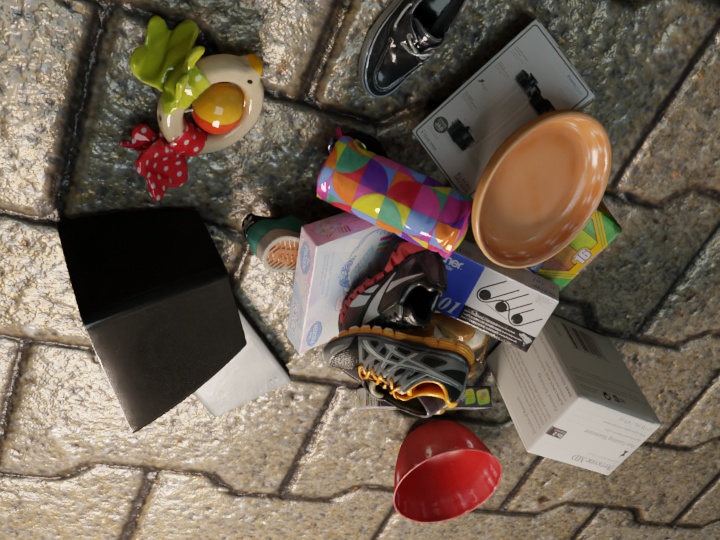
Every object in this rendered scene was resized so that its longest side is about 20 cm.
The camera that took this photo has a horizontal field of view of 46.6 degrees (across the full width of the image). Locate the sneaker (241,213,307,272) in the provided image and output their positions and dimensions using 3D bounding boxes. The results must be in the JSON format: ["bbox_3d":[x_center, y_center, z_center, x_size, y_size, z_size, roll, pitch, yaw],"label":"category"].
[{"bbox_3d":[-0.078,-0.035,1.119,0.072,0.080,0.198,-52,146,14],"label":"sneaker"}]

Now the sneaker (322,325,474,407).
[{"bbox_3d":[0.044,0.122,1.057,0.195,0.079,0.079,4,154,14],"label":"sneaker"}]

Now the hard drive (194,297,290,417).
[{"bbox_3d":[-0.206,0.125,1.233,0.137,0.033,0.202,-25,132,6],"label":"hard drive"}]

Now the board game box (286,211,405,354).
[{"bbox_3d":[0.000,0.000,1.126,0.196,0.043,0.203,-21,143,-31],"label":"board game box"}]

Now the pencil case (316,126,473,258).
[{"bbox_3d":[0.040,-0.092,1.001,0.197,0.089,0.090,28,124,4],"label":"pencil case"}]

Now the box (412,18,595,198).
[{"bbox_3d":[0.175,-0.191,1.021,0.199,0.117,0.060,-41,174,18],"label":"box"}]

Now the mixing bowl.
[{"bbox_3d":[0.140,0.336,1.468,0.195,0.110,0.203,-9,132,-9],"label":"mixing bowl"}]

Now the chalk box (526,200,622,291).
[{"bbox_3d":[0.231,-0.090,1.121,0.198,0.125,0.125,28,117,-34],"label":"chalk box"}]

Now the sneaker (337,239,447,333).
[{"bbox_3d":[0.041,0.045,1.069,0.070,0.099,0.200,16,131,-39],"label":"sneaker"}]

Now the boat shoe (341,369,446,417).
[{"bbox_3d":[0.033,0.142,1.133,0.064,0.197,0.074,-30,132,-45],"label":"boat shoe"}]

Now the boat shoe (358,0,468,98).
[{"bbox_3d":[0.067,-0.274,0.952,0.071,0.069,0.201,23,120,-31],"label":"boat shoe"}]

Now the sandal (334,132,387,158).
[{"bbox_3d":[0.015,-0.096,1.104,0.073,0.046,0.202,-20,132,1],"label":"sandal"}]

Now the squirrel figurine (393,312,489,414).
[{"bbox_3d":[0.093,0.103,1.239,0.197,0.185,0.145,-5,108,42],"label":"squirrel figurine"}]

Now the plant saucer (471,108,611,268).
[{"bbox_3d":[0.209,-0.098,0.986,0.196,0.038,0.204,-19,131,-22],"label":"plant saucer"}]

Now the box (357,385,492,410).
[{"bbox_3d":[0.103,0.206,1.356,0.195,0.036,0.110,4,168,-19],"label":"box"}]

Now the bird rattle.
[{"bbox_3d":[-0.183,-0.175,0.946,0.160,0.113,0.203,-14,138,-27],"label":"bird rattle"}]

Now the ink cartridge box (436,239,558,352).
[{"bbox_3d":[0.157,0.024,1.120,0.196,0.045,0.095,25,122,-2],"label":"ink cartridge box"}]

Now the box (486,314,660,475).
[{"bbox_3d":[0.338,0.194,1.344,0.196,0.202,0.132,20,122,-30],"label":"box"}]

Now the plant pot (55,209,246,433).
[{"bbox_3d":[-0.253,0.040,1.053,0.174,0.201,0.203,-21,134,-15],"label":"plant pot"}]
